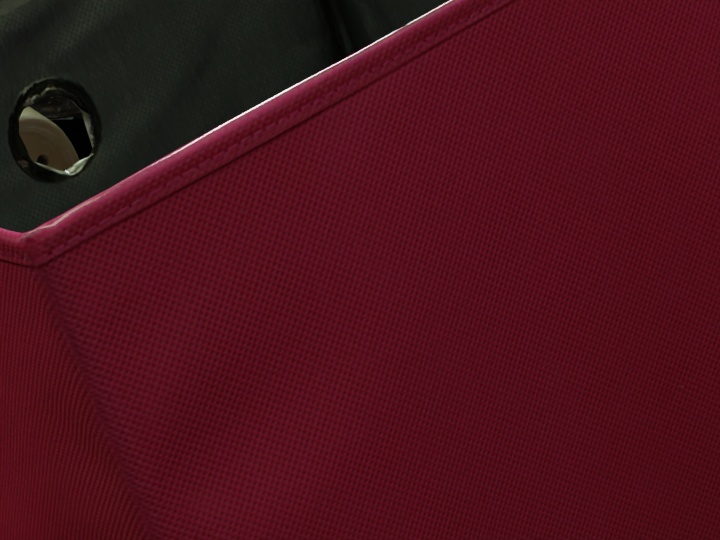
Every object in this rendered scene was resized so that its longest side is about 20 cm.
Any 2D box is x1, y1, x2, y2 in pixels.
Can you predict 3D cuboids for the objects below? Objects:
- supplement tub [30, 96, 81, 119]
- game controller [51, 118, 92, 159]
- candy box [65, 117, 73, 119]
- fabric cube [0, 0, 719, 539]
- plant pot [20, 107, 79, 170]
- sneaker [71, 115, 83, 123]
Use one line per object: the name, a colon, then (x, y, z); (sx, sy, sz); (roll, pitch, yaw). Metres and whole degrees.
supplement tub: (-0.148, -0.124, 1.017); (0.122, 0.123, 0.200); (-28, 13, -19)
game controller: (-0.148, -0.030, 1.044); (0.200, 0.042, 0.104); (1, 44, 42)
candy box: (-0.096, -0.125, 1.183); (0.199, 0.055, 0.116); (-13, 23, 18)
fabric cube: (-0.010, 0.022, 0.579); (0.196, 0.200, 0.200); (-32, 25, -26)
plant pot: (-0.213, -0.027, 0.926); (0.199, 0.188, 0.187); (9, 33, 25)
sneaker: (-0.050, -0.101, 1.069); (0.200, 0.081, 0.077); (-32, 25, 29)
